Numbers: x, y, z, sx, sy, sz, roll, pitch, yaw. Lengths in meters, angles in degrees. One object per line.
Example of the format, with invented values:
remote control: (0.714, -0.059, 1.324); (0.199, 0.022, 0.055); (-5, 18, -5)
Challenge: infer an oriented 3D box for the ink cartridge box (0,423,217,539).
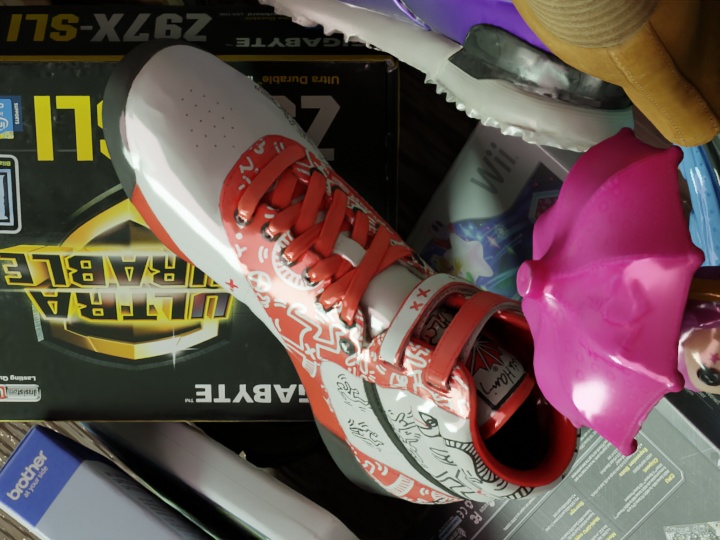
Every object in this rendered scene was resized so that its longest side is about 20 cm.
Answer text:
ink cartridge box: (-0.071, 0.120, 1.120); (0.199, 0.042, 0.119); (33, 176, 15)

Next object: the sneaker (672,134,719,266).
sneaker: (0.143, -0.047, 0.929); (0.082, 0.071, 0.201); (-4, 117, 19)

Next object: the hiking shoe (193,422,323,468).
hiking shoe: (-0.082, -0.011, 1.171); (0.199, 0.076, 0.101); (33, 133, 5)

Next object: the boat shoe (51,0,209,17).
boat shoe: (-0.083, -0.127, 1.073); (0.073, 0.065, 0.200); (24, 154, 24)

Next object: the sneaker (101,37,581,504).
sneaker: (0.001, 0.000, 0.977); (0.108, 0.067, 0.202); (1, 131, 52)

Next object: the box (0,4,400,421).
box: (-0.084, -0.019, 1.066); (0.198, 0.049, 0.161); (0, 121, -1)

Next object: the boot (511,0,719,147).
boot: (0.051, -0.140, 0.802); (0.070, 0.144, 0.203); (-19, 68, 15)

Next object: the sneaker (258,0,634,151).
sneaker: (0.033, -0.120, 0.972); (0.200, 0.069, 0.100); (32, 115, 40)

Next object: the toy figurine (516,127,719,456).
toy figurine: (0.142, 0.014, 0.857); (0.183, 0.200, 0.151); (8, 83, 20)

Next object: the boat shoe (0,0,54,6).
boat shoe: (-0.181, -0.102, 1.149); (0.200, 0.065, 0.072); (25, 145, 57)

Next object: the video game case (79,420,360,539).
video game case: (-0.024, 0.119, 1.153); (0.200, 0.023, 0.182); (27, 164, 50)

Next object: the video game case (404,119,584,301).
video game case: (0.100, 0.041, 1.070); (0.200, 0.018, 0.143); (43, 142, 9)

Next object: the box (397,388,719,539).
box: (0.112, 0.107, 1.058); (0.158, 0.048, 0.200); (43, 143, 6)
